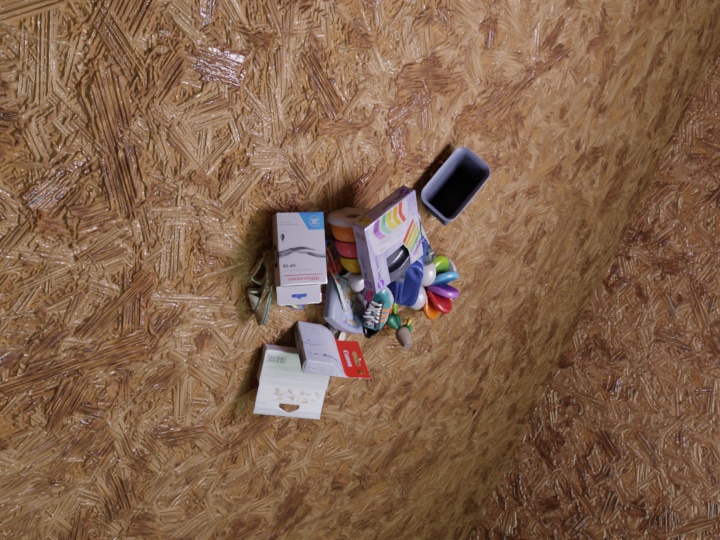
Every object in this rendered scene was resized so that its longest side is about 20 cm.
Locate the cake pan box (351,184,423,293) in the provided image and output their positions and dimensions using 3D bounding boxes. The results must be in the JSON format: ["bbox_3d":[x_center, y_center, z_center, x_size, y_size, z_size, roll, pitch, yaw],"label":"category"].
[{"bbox_3d":[0.070,-0.071,1.413,0.182,0.052,0.205,-35,133,-28],"label":"cake pan box"}]

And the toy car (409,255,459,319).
[{"bbox_3d":[0.244,0.060,1.859,0.172,0.149,0.205,0,118,-46],"label":"toy car"}]

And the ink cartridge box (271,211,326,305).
[{"bbox_3d":[-0.138,-0.026,1.337,0.112,0.066,0.208,-3,88,-19],"label":"ink cartridge box"}]

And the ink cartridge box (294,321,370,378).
[{"bbox_3d":[-0.073,0.213,1.565,0.193,0.162,0.048,9,119,-21],"label":"ink cartridge box"}]

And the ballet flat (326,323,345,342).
[{"bbox_3d":[-0.091,0.217,1.684,0.071,0.071,0.204,17,105,-51],"label":"ballet flat"}]

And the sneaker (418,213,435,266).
[{"bbox_3d":[0.151,-0.115,1.702,0.072,0.089,0.204,-23,116,3],"label":"sneaker"}]

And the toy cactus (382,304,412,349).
[{"bbox_3d":[0.107,0.172,1.797,0.101,0.167,0.201,-32,138,7],"label":"toy cactus"}]

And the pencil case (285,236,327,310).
[{"bbox_3d":[-0.146,-0.004,1.442,0.086,0.077,0.205,-12,127,-58],"label":"pencil case"}]

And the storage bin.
[{"bbox_3d":[0.260,-0.233,1.684,0.201,0.145,0.135,-49,170,-7],"label":"storage bin"}]

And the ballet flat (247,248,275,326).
[{"bbox_3d":[-0.236,0.036,1.401,0.063,0.071,0.206,12,108,-22],"label":"ballet flat"}]

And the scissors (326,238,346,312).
[{"bbox_3d":[-0.059,0.012,1.543,0.073,0.014,0.203,-40,118,-22],"label":"scissors"}]

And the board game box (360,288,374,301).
[{"bbox_3d":[0.038,-0.034,1.518,0.031,0.120,0.207,14,101,-6],"label":"board game box"}]

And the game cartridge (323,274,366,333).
[{"bbox_3d":[-0.031,0.104,1.634,0.198,0.040,0.138,26,61,-53],"label":"game cartridge"}]

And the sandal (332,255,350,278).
[{"bbox_3d":[0.004,-0.007,1.620,0.204,0.059,0.081,14,108,-51],"label":"sandal"}]

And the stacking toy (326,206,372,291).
[{"bbox_3d":[-0.013,-0.048,1.466,0.143,0.144,0.207,-15,113,-39],"label":"stacking toy"}]

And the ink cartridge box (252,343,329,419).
[{"bbox_3d":[-0.184,0.301,1.575,0.194,0.045,0.182,11,101,-22],"label":"ink cartridge box"}]

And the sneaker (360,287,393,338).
[{"bbox_3d":[0.042,0.116,1.596,0.081,0.070,0.203,-57,162,-33],"label":"sneaker"}]

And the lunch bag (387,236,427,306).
[{"bbox_3d":[0.105,0.007,1.600,0.203,0.131,0.135,95,8,-51],"label":"lunch bag"}]
